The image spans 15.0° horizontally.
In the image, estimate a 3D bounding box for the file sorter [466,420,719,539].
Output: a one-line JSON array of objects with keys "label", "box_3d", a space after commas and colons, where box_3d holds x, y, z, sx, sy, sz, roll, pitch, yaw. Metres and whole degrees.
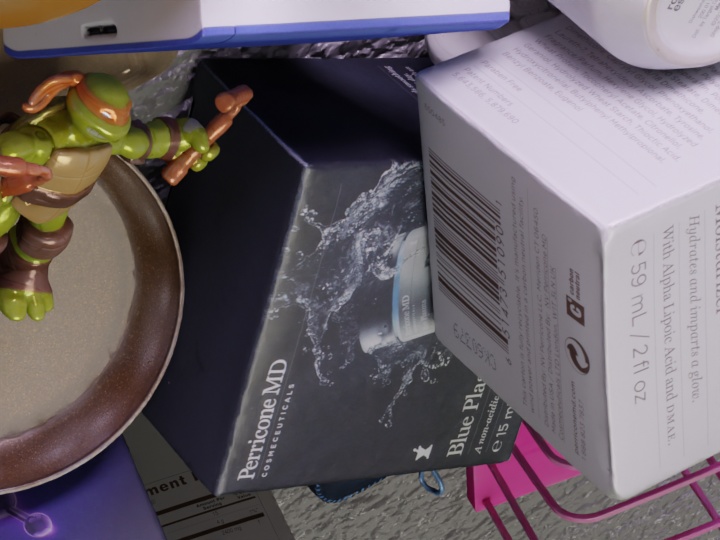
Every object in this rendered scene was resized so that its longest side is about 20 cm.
[{"label": "file sorter", "box_3d": [0.148, 0.091, 1.626, 0.138, 0.126, 0.201, -19, 137, -14]}]

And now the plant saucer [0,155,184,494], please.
[{"label": "plant saucer", "box_3d": [-0.187, 0.015, 1.368, 0.199, 0.032, 0.202, -8, 111, -21]}]

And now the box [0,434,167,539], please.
[{"label": "box", "box_3d": [-0.189, 0.148, 1.473, 0.147, 0.201, 0.105, -17, 148, -18]}]

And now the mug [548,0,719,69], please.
[{"label": "mug", "box_3d": [0.128, -0.185, 1.269, 0.149, 0.153, 0.187, -26, 139, -8]}]

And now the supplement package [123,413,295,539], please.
[{"label": "supplement package", "box_3d": [-0.106, 0.186, 1.597, 0.119, 0.201, 0.122, -16, 147, -20]}]

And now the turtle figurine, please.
[{"label": "turtle figurine", "box_3d": [-0.153, -0.041, 1.261, 0.199, 0.065, 0.161, -19, 157, -49]}]

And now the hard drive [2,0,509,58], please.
[{"label": "hard drive", "box_3d": [-0.045, -0.116, 1.252, 0.131, 0.026, 0.199, 0, -174, 43]}]

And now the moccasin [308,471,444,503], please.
[{"label": "moccasin", "box_3d": [0.048, 0.088, 1.707, 0.200, 0.068, 0.080, -39, 148, 16]}]

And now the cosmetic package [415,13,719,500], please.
[{"label": "cosmetic package", "box_3d": [0.154, -0.028, 1.332, 0.199, 0.165, 0.166, -24, 130, -21]}]

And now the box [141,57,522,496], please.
[{"label": "box", "box_3d": [0.000, 0.000, 1.439, 0.199, 0.117, 0.198, -4, 122, -34]}]

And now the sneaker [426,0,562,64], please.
[{"label": "sneaker", "box_3d": [0.122, -0.122, 1.441, 0.199, 0.077, 0.082, -14, 153, -22]}]

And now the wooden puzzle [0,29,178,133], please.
[{"label": "wooden puzzle", "box_3d": [-0.182, -0.112, 1.250, 0.199, 0.037, 0.185, -33, 150, -11]}]

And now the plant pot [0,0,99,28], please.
[{"label": "plant pot", "box_3d": [-0.117, -0.186, 1.068, 0.200, 0.201, 0.183, -37, 164, 14]}]
